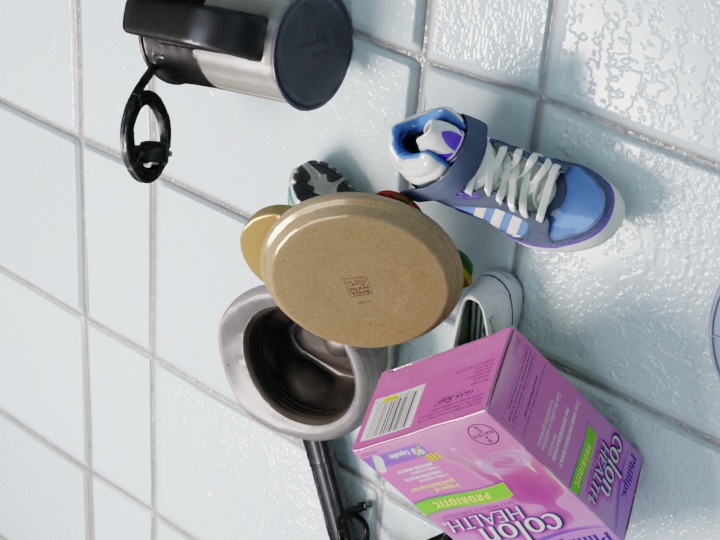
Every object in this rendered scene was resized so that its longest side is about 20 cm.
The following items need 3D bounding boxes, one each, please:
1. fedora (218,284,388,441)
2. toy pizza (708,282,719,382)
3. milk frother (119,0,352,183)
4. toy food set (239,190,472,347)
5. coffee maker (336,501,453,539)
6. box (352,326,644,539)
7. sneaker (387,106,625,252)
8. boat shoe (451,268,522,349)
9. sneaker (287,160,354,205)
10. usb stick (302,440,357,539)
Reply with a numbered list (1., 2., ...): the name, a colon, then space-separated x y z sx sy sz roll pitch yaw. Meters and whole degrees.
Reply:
1. fedora: -0.047 0.085 1.434 0.198 0.090 0.179 -10 104 41
2. toy pizza: 0.373 0.064 1.084 0.199 0.032 0.203 21 122 36
3. milk frother: -0.132 -0.180 1.319 0.187 0.180 0.203 16 117 37
4. toy food set: 0.000 0.000 1.262 0.198 0.049 0.198 -22 126 27
5. coffee maker: 0.065 0.327 1.418 0.199 0.134 0.194 -31 87 45
6. box: 0.127 0.169 1.251 0.200 0.097 0.175 43 139 -23
7. sneaker: 0.113 -0.082 1.163 0.199 0.146 0.081 20 85 39
8. boat shoe: 0.111 0.096 1.312 0.073 0.067 0.202 18 121 36
9. sneaker: -0.009 -0.020 1.378 0.201 0.077 0.080 58 157 7
10. usb stick: -0.033 0.247 1.533 0.055 0.032 0.202 -148 43 -70
